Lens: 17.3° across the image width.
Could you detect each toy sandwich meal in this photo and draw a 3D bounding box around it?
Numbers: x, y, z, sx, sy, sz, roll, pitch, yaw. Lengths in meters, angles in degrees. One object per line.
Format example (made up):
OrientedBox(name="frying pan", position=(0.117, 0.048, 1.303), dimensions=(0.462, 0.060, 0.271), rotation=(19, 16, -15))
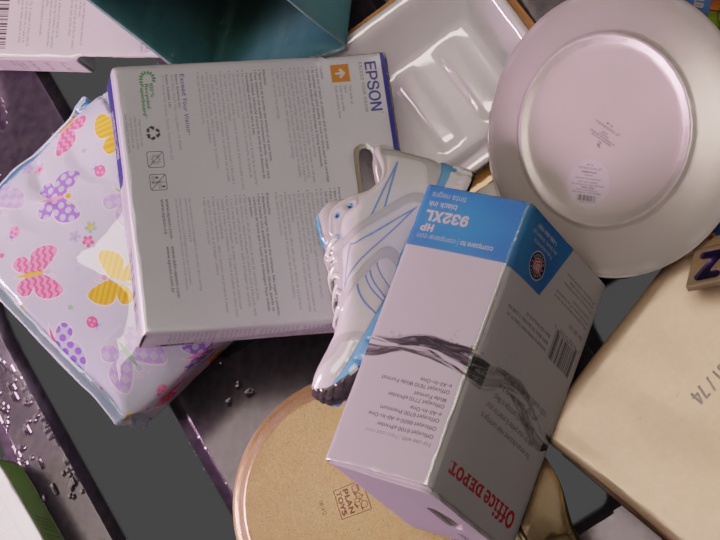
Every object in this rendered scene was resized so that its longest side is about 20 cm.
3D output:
OrientedBox(name="toy sandwich meal", position=(0.005, 0.161, 1.687), dimensions=(0.205, 0.070, 0.206), rotation=(-3, 80, 14))

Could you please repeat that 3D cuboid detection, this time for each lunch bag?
OrientedBox(name="lunch bag", position=(-0.174, -0.012, 1.727), dimensions=(0.170, 0.127, 0.200), rotation=(-45, 85, 1))

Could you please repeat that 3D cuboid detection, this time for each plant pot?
OrientedBox(name="plant pot", position=(-0.087, -0.262, 1.730), dimensions=(0.141, 0.141, 0.200), rotation=(-15, 52, 38))

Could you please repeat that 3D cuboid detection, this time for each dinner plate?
OrientedBox(name="dinner plate", position=(0.169, -0.095, 1.603), dimensions=(0.200, 0.024, 0.201), rotation=(-1, 89, 34))

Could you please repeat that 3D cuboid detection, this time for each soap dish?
OrientedBox(name="soap dish", position=(0.048, -0.117, 1.723), dimensions=(0.200, 0.081, 0.157), rotation=(-37, 74, 3))

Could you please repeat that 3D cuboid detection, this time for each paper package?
OrientedBox(name="paper package", position=(0.256, 0.095, 1.627), dimensions=(0.191, 0.103, 0.200), rotation=(39, 88, 16))

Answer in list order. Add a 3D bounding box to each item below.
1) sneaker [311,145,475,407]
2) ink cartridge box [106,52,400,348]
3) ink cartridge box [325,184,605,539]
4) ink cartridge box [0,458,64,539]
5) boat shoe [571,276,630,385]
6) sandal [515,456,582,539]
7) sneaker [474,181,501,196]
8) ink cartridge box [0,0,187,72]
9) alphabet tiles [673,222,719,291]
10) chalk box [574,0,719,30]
OrientedBox(name="sneaker", position=(0.000, 0.000, 1.598), dimensions=(0.087, 0.075, 0.200), rotation=(26, 62, 3))
OrientedBox(name="ink cartridge box", position=(-0.068, -0.051, 1.651), dimensions=(0.200, 0.041, 0.200), rotation=(-4, 74, -13))
OrientedBox(name="ink cartridge box", position=(0.072, 0.066, 1.556), dimensions=(0.084, 0.145, 0.200), rotation=(12, 73, 30))
OrientedBox(name="ink cartridge box", position=(-0.251, 0.248, 1.723), dimensions=(0.104, 0.059, 0.200), rotation=(-34, 75, 3))
OrientedBox(name="boat shoe", position=(0.163, -0.004, 1.684), dimensions=(0.066, 0.070, 0.200), rotation=(21, 85, 11))
OrientedBox(name="sandal", position=(0.123, 0.195, 1.621), dimensions=(0.080, 0.054, 0.200), rotation=(-35, 82, -8))
OrientedBox(name="sneaker", position=(0.077, 0.007, 1.685), dimensions=(0.200, 0.075, 0.085), rotation=(-34, 66, -6))
OrientedBox(name="ink cartridge box", position=(-0.207, -0.254, 1.821), dimensions=(0.176, 0.045, 0.200), rotation=(2, 80, 13))
OrientedBox(name="alphabet tiles", position=(0.264, -0.057, 1.596), dimensions=(0.200, 0.008, 0.167), rotation=(-15, 42, 37))
OrientedBox(name="chalk box", position=(0.258, -0.214, 1.654), dimensions=(0.200, 0.125, 0.124), rotation=(8, 41, 14))
